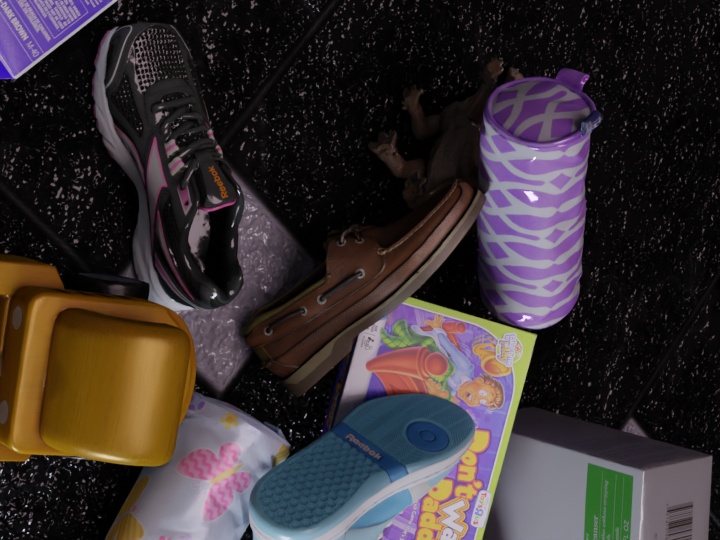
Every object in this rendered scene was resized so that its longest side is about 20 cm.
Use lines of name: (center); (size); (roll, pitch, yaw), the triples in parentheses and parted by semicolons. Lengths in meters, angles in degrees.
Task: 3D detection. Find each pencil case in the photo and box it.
pencil case: (0.127, -0.050, 1.089); (0.086, 0.083, 0.201); (-48, 151, -37)
pencil case: (-0.123, 0.185, 1.025); (0.090, 0.083, 0.201); (30, 78, -22)

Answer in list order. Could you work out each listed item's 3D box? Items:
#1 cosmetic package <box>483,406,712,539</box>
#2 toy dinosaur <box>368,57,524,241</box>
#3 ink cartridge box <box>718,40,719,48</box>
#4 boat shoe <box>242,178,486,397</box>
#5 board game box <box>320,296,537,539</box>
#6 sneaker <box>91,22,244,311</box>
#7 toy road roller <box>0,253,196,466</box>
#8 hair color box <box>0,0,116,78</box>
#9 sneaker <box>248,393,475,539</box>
cosmetic package: (0.172, 0.179, 1.174); (0.084, 0.199, 0.109); (-4, 97, -37)
toy dinosaur: (0.086, -0.078, 1.146); (0.135, 0.086, 0.201); (38, 80, -42)
ink cartridge box: (0.432, -0.230, 1.384); (0.201, 0.076, 0.137); (-53, 123, -20)
boat shoe: (0.000, 0.000, 1.059); (0.200, 0.072, 0.068); (-44, 95, 6)
board game box: (0.041, 0.125, 1.129); (0.133, 0.045, 0.202); (16, 87, -9)
sneaker: (-0.112, -0.067, 0.992); (0.080, 0.086, 0.202); (-25, 111, -33)
toy road roller: (-0.191, 0.060, 0.916); (0.199, 0.145, 0.124); (7, 93, -37)
hair color box: (-0.172, -0.198, 0.911); (0.200, 0.109, 0.065); (-43, 118, -24)
sneaker: (-0.003, 0.174, 1.068); (0.199, 0.079, 0.131); (-23, 136, -36)
